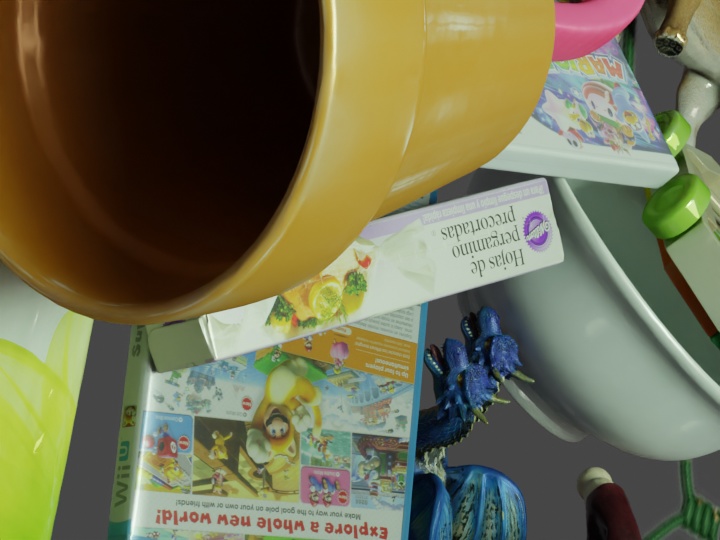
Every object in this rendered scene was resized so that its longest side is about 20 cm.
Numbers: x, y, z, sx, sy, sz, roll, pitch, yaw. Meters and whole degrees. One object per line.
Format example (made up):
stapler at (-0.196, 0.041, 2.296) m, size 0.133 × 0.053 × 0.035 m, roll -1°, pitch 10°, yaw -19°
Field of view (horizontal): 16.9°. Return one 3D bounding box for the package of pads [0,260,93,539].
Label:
package of pads at (-0.178, 0.052, 0.900) m, size 0.154 × 0.068 × 0.200 m, roll 16°, pitch 81°, yaw -43°

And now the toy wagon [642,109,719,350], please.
toy wagon at (0.184, 0.015, 1.120) m, size 0.155 × 0.040 × 0.200 m, roll 45°, pitch 19°, yaw -21°

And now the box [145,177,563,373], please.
box at (0.000, 0.000, 0.984) m, size 0.200 × 0.041 × 0.039 m, roll -15°, pitch 93°, yaw -42°

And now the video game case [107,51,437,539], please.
video game case at (-0.031, 0.025, 0.992) m, size 0.143 × 0.018 × 0.200 m, roll 17°, pitch 72°, yaw -39°

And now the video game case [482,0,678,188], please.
video game case at (0.054, -0.128, 1.079) m, size 0.143 × 0.018 × 0.200 m, roll 5°, pitch 54°, yaw -45°

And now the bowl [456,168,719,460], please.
bowl at (0.109, 0.017, 1.137) m, size 0.201 × 0.090 × 0.201 m, roll 45°, pitch 19°, yaw -20°

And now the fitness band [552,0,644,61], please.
fitness band at (0.058, -0.184, 1.083) m, size 0.144 × 0.037 × 0.200 m, roll 2°, pitch 60°, yaw -44°

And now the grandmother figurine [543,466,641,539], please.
grandmother figurine at (0.099, 0.148, 1.084) m, size 0.060 × 0.200 × 0.121 m, roll 6°, pitch 83°, yaw -18°

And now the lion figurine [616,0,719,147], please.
lion figurine at (0.172, -0.128, 1.246) m, size 0.200 × 0.072 × 0.123 m, roll 63°, pitch 38°, yaw -44°

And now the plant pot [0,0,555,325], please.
plant pot at (-0.029, -0.090, 0.890) m, size 0.183 × 0.200 × 0.200 m, roll -9°, pitch 98°, yaw -50°

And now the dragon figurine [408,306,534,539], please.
dragon figurine at (0.034, 0.116, 1.088) m, size 0.059 × 0.099 × 0.200 m, roll -8°, pitch 98°, yaw -43°
